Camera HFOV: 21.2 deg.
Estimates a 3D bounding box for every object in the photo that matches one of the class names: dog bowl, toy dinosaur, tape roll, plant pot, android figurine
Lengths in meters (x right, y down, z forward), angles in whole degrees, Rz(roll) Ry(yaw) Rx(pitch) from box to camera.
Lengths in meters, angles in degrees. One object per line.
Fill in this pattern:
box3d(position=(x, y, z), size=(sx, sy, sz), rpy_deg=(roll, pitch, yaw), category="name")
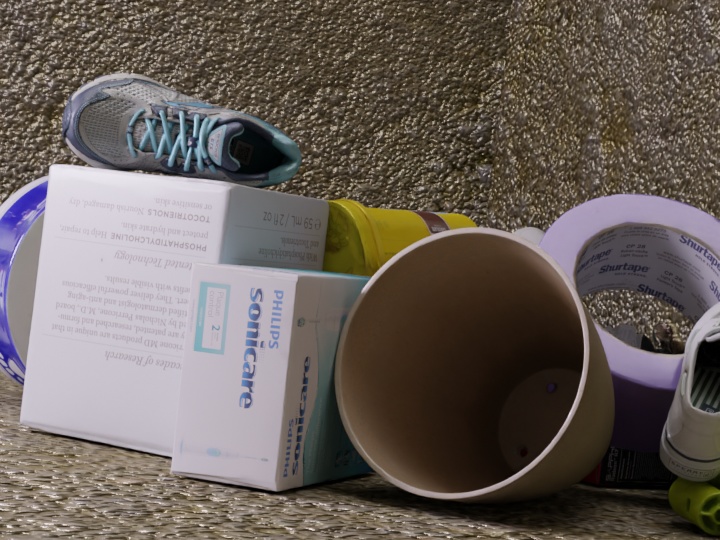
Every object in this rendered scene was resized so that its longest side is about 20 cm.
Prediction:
box3d(position=(-0.235, 0.016, 1.675), size=(0.199, 0.202, 0.079), rpy_deg=(6, 3, -34), category="dog bowl")
box3d(position=(0.325, 0.096, 1.600), size=(0.088, 0.048, 0.200), rpy_deg=(-21, 33, -21), category="toy dinosaur")
box3d(position=(0.227, 0.040, 1.542), size=(0.198, 0.201, 0.085), rpy_deg=(7, -41, -5), category="tape roll")
box3d(position=(0.107, 0.091, 1.379), size=(0.186, 0.189, 0.200), rpy_deg=(8, -15, 28), category="plant pot")
box3d(position=(0.313, 0.164, 1.388), size=(0.180, 0.041, 0.200), rpy_deg=(2, 8, -14), category="android figurine")

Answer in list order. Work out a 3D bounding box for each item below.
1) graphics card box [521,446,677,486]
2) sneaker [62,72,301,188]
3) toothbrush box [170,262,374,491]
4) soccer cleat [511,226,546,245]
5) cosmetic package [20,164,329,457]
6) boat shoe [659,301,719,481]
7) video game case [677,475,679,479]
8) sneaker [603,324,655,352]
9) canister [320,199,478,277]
box3d(position=(0.232, 0.152, 1.652), size=(0.199, 0.051, 0.125), rpy_deg=(5, 2, -38), category="graphics card box")
box3d(position=(-0.134, -0.107, 1.499), size=(0.199, 0.078, 0.086), rpy_deg=(7, 4, -33), category="sneaker")
box3d(position=(-0.050, 0.073, 1.372), size=(0.085, 0.148, 0.200), rpy_deg=(6, 2, 20), category="toothbrush box")
box3d(position=(0.168, 0.060, 1.679), size=(0.069, 0.201, 0.078), rpy_deg=(-22, 19, -10), category="soccer cleat")
box3d(position=(-0.140, 0.031, 1.481), size=(0.165, 0.202, 0.167), rpy_deg=(7, 1, 26), category="cosmetic package")
box3d(position=(0.273, 0.071, 1.409), size=(0.073, 0.067, 0.200), rpy_deg=(18, 39, 8), category="boat shoe")
box3d(position=(0.348, 0.148, 1.566), size=(0.180, 0.024, 0.200), rpy_deg=(10, 20, 5), category="video game case")
box3d(position=(0.142, 0.092, 1.608), size=(0.198, 0.076, 0.087), rpy_deg=(-4, -6, -16), category="sneaker")
box3d(position=(0.000, 0.000, 1.622), size=(0.148, 0.087, 0.199), rpy_deg=(-23, -14, 32), category="canister")
